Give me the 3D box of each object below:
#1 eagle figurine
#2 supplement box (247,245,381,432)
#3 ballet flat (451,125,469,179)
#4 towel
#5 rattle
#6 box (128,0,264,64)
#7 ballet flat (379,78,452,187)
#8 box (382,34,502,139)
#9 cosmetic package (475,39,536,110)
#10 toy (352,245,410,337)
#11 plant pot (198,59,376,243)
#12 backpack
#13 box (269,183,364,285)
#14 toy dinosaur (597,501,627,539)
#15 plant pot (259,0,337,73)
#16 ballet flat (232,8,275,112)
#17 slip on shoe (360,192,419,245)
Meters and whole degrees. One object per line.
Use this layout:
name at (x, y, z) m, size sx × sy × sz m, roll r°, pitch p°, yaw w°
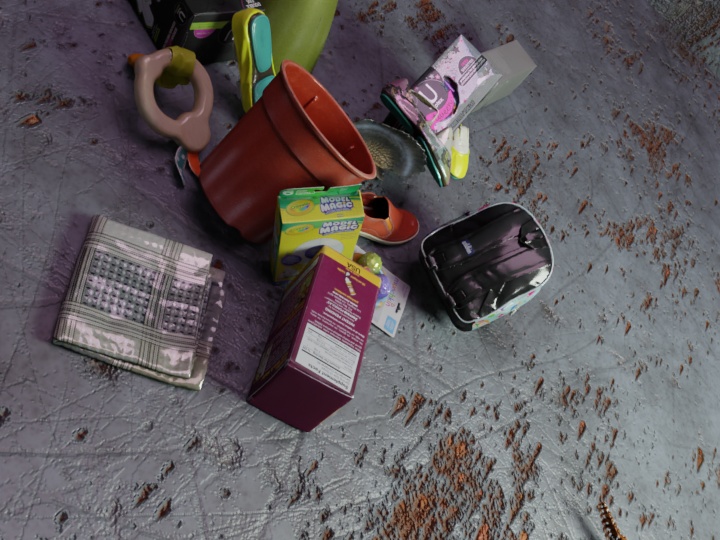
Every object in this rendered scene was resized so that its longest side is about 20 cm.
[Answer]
eagle figurine at (-0.008, -0.201, 1.254) m, size 0.197 × 0.152 × 0.153 m, roll -14°, pitch 59°, yaw -30°
supplement box at (-0.059, 0.091, 1.008) m, size 0.102 × 0.131 × 0.202 m, roll 30°, pitch 48°, yaw -16°
ballet flat at (0.183, -0.282, 1.488) m, size 0.066 × 0.067 × 0.203 m, roll 9°, pitch 56°, yaw -33°
towel at (-0.270, 0.038, 0.952) m, size 0.198 × 0.035 × 0.195 m, roll 23°, pitch 49°, yaw -24°
rattle at (-0.293, -0.225, 1.121) m, size 0.130 × 0.141 × 0.203 m, roll -46°, pitch 127°, yaw -51°
box at (-0.280, -0.454, 1.214) m, size 0.147 × 0.124 × 0.202 m, roll -22°, pitch 77°, yaw -42°
ballet flat at (0.112, -0.242, 1.266) m, size 0.071 × 0.069 × 0.202 m, roll -34°, pitch 89°, yaw -5°
box at (0.145, -0.312, 1.380) m, size 0.114 × 0.132 × 0.201 m, roll 41°, pitch 75°, yaw -3°
cosmetic package at (0.292, -0.429, 1.644) m, size 0.199 × 0.107 × 0.091 m, roll -30°, pitch 80°, yaw -43°
toy at (0.000, 0.000, 1.172) m, size 0.199 × 0.047 × 0.116 m, roll 35°, pitch 47°, yaw -12°
plant pot at (-0.112, -0.153, 1.058) m, size 0.201 × 0.194 × 0.202 m, roll 46°, pitch 20°, yaw -22°
backpack at (0.213, -0.010, 1.235) m, size 0.198 × 0.151 × 0.180 m, roll -28°, pitch 75°, yaw 1°
box at (-0.062, -0.050, 1.032) m, size 0.115 × 0.201 × 0.049 m, roll -6°, pitch 61°, yaw -13°
toy dinosaur at (0.396, 0.469, 1.141) m, size 0.135 × 0.102 × 0.201 m, roll 20°, pitch 32°, yaw -55°
plant pot at (-0.115, -0.467, 1.294) m, size 0.185 × 0.200 × 0.190 m, roll 19°, pitch 51°, yaw -26°
ballet flat at (-0.171, -0.315, 1.190) m, size 0.066 × 0.203 × 0.067 m, roll 20°, pitch 38°, yaw 32°
slip on shoe at (0.036, -0.090, 1.242) m, size 0.198 × 0.061 × 0.075 m, roll 11°, pitch 52°, yaw -46°
